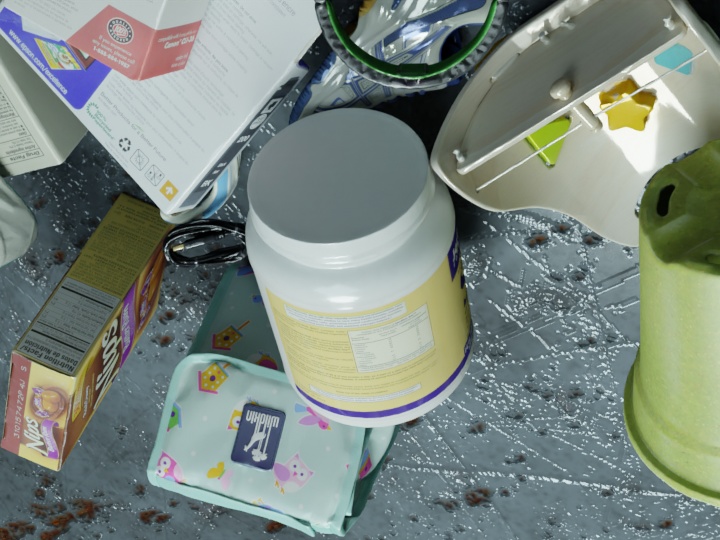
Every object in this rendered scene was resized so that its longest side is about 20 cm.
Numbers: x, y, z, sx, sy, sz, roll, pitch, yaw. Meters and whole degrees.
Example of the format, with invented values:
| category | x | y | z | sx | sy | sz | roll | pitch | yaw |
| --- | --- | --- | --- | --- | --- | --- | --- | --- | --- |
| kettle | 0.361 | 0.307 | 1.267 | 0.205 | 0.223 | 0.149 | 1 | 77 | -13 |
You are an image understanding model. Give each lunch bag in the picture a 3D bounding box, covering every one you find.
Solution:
| category | x | y | z | sx | sy | sz | roll | pitch | yaw |
| --- | --- | --- | --- | --- | --- | --- | --- | --- | --- |
| lunch bag | -0.058 | 0.107 | 1.270 | 0.170 | 0.200 | 0.122 | 14 | 138 | 13 |

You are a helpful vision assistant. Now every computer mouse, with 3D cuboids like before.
| category | x | y | z | sx | sy | sz | roll | pitch | yaw |
| --- | --- | --- | --- | --- | --- | --- | --- | --- | --- |
| computer mouse | -0.056 | -0.042 | 1.213 | 0.199 | 0.034 | 0.059 | -23 | 127 | 12 |

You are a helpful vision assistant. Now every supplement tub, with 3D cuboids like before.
| category | x | y | z | sx | sy | sz | roll | pitch | yaw |
| --- | --- | --- | --- | --- | --- | --- | --- | --- | --- |
| supplement tub | 0.000 | 0.000 | 1.137 | 0.145 | 0.146 | 0.200 | 8 | 143 | 17 |

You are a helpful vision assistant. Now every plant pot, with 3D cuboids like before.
| category | x | y | z | sx | sy | sz | roll | pitch | yaw |
| --- | --- | --- | --- | --- | --- | --- | --- | --- | --- |
| plant pot | 0.256 | 0.021 | 1.049 | 0.200 | 0.201 | 0.185 | 1 | 135 | 23 |

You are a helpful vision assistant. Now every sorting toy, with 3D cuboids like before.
| category | x | y | z | sx | sy | sz | roll | pitch | yaw |
| --- | --- | --- | --- | --- | --- | --- | --- | --- | --- |
| sorting toy | 0.180 | -0.094 | 1.077 | 0.200 | 0.107 | 0.180 | -31 | 123 | 31 |

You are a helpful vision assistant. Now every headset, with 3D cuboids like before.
| category | x | y | z | sx | sy | sz | roll | pitch | yaw |
| --- | --- | --- | --- | --- | --- | --- | --- | --- | --- |
| headset | 0.030 | -0.208 | 0.992 | 0.123 | 0.094 | 0.201 | 0 | 109 | 3 |

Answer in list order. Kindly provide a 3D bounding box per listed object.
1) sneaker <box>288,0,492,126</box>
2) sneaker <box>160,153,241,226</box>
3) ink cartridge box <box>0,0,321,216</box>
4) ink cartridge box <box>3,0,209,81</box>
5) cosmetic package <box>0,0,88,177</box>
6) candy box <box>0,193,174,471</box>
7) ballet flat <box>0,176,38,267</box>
| category | x | y | z | sx | sy | sz | roll | pitch | yaw |
| --- | --- | --- | --- | --- | --- | --- | --- | --- | --- |
| sneaker | 0.023 | -0.140 | 1.115 | 0.088 | 0.075 | 0.200 | 34 | 134 | -7 |
| sneaker | -0.122 | -0.118 | 1.198 | 0.072 | 0.073 | 0.201 | 15 | 131 | 13 |
| ink cartridge box | -0.134 | -0.175 | 1.120 | 0.198 | 0.043 | 0.200 | 47 | 118 | 7 |
| ink cartridge box | -0.142 | -0.239 | 1.047 | 0.116 | 0.067 | 0.201 | 30 | 115 | 14 |
| cosmetic package | -0.297 | -0.171 | 1.227 | 0.103 | 0.073 | 0.200 | -9 | 124 | 30 |
| candy box | -0.214 | 0.047 | 1.289 | 0.056 | 0.200 | 0.117 | 23 | 134 | 4 |
| ballet flat | -0.321 | -0.080 | 1.221 | 0.069 | 0.070 | 0.200 | -21 | 117 | 35 |
